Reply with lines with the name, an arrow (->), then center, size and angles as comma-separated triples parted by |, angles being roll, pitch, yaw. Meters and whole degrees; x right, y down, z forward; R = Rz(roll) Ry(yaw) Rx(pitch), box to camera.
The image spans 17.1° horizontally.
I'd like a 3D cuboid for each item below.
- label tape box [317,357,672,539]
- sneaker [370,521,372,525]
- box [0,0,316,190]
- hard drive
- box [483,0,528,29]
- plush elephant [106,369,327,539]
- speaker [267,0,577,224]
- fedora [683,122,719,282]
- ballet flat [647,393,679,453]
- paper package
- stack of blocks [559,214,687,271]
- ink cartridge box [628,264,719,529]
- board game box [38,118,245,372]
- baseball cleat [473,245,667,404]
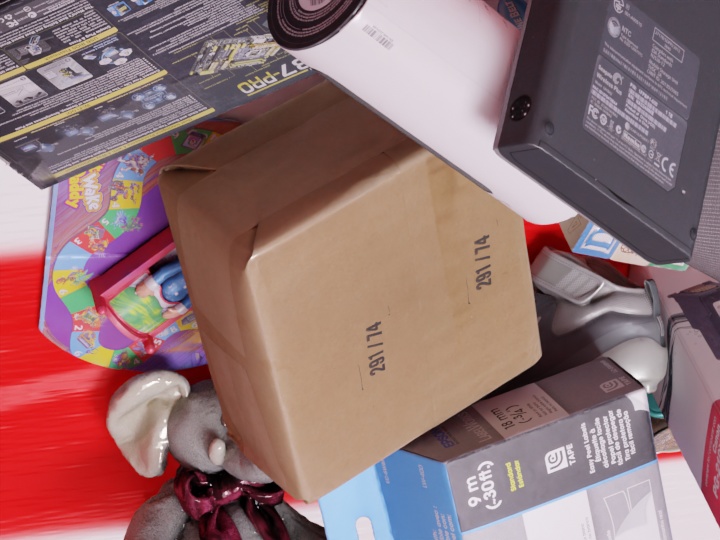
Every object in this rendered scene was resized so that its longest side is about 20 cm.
label tape box -> 0.084, 0.155, 1.446 | 0.199, 0.063, 0.145 | -19, 114, -13
sneaker -> 0.090, 0.140, 1.530 | 0.198, 0.089, 0.081 | -4, 171, 2
box -> -0.129, -0.125, 1.249 | 0.199, 0.049, 0.161 | -21, 147, 20
hard drive -> 0.143, -0.123, 1.252 | 0.033, 0.201, 0.139 | -7, 151, 45
box -> 0.121, -0.199, 1.325 | 0.199, 0.042, 0.119 | -25, 135, 8
plush elephant -> -0.079, 0.140, 1.503 | 0.164, 0.200, 0.156 | -5, 112, -32
speaker -> 0.048, -0.101, 1.233 | 0.081, 0.081, 0.200 | -41, 131, 20
fedora -> 0.226, -0.071, 1.340 | 0.090, 0.177, 0.201 | 24, 101, 4
ballet flat -> 0.179, 0.108, 1.615 | 0.198, 0.068, 0.067 | -13, 142, -5
paper package -> 0.000, 0.000, 1.380 | 0.190, 0.103, 0.201 | -30, 133, -19
stack of blocks -> 0.209, -0.095, 1.438 | 0.114, 0.059, 0.201 | 10, 128, -26
ink cartridge box -> 0.265, 0.062, 1.506 | 0.144, 0.201, 0.085 | -9, 131, -10
board game box -> -0.107, 0.000, 1.428 | 0.157, 0.039, 0.201 | -2, 132, -17
baseball cleat -> 0.099, 0.041, 1.529 | 0.198, 0.107, 0.070 | -7, 177, 20
